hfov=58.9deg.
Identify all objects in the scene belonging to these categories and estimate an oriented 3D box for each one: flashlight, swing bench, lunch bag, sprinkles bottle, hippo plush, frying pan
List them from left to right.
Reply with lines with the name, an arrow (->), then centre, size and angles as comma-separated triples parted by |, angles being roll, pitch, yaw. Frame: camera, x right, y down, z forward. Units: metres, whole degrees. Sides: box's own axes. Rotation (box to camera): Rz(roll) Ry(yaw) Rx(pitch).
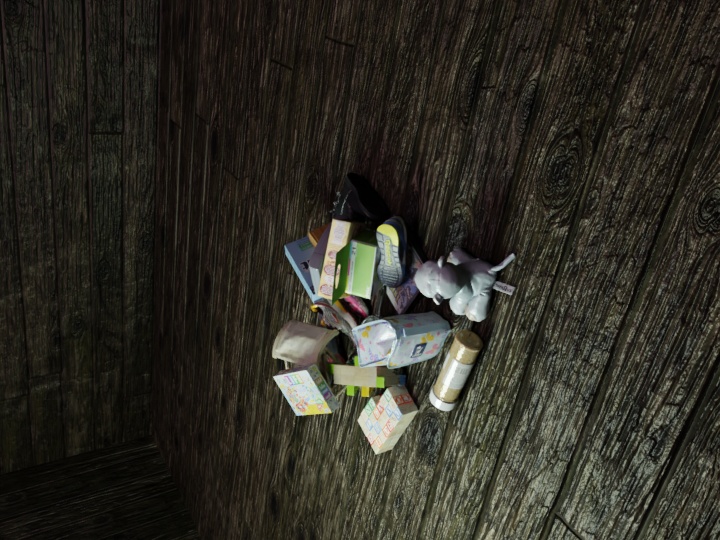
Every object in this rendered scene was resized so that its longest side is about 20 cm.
swing bench -> -0.137, 0.262, 1.820 | 0.198, 0.130, 0.202 | 8, 129, 46
flashlight -> -0.087, 0.228, 1.965 | 0.067, 0.068, 0.202 | -21, 74, 30
frying pan -> 0.033, 0.143, 1.724 | 0.114, 0.031, 0.192 | -14, 65, 50
lunch bag -> 0.101, 0.170, 1.568 | 0.199, 0.168, 0.129 | -27, 73, 54
sprinkles bottle -> 0.223, 0.235, 1.492 | 0.068, 0.068, 0.202 | 48, 133, 40
hippo plush -> 0.209, 0.040, 1.387 | 0.199, 0.159, 0.162 | 12, 106, 55

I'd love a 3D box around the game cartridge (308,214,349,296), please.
game cartridge -> -0.078, -0.047, 1.694 | 0.041, 0.201, 0.134 | 12, 141, 22

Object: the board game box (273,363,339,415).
board game box -> -0.152, 0.331, 1.759 | 0.199, 0.034, 0.135 | -22, 100, 54

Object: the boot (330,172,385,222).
boot -> -0.011, -0.153, 1.759 | 0.199, 0.073, 0.164 | 57, 139, 37

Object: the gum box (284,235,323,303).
gum box -> -0.102, -0.022, 1.832 | 0.201, 0.168, 0.045 | 57, 161, 32

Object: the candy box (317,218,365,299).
candy box -> -0.048, -0.030, 1.653 | 0.055, 0.115, 0.203 | 15, 98, 19

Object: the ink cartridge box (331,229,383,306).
ink cartridge box -> 0.000, 0.000, 1.607 | 0.075, 0.200, 0.150 | 14, 114, 16

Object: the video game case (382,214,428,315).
video game case -> 0.103, -0.010, 1.658 | 0.201, 0.025, 0.181 | 62, 141, 28

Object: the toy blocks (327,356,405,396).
toy blocks -> 0.028, 0.279, 1.710 | 0.198, 0.136, 0.101 | -4, 83, 41

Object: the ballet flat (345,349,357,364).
ballet flat -> 0.026, 0.234, 1.803 | 0.199, 0.075, 0.065 | -32, 39, 50

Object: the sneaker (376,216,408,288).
sneaker -> 0.086, -0.045, 1.598 | 0.073, 0.082, 0.202 | 14, 130, 18

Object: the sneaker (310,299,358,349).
sneaker -> -0.065, 0.150, 1.812 | 0.200, 0.082, 0.078 | 48, 162, 23

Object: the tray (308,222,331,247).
tray -> -0.057, -0.052, 1.806 | 0.201, 0.098, 0.037 | 53, 157, 30

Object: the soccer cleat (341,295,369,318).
soccer cleat -> -0.035, 0.051, 1.844 | 0.200, 0.086, 0.070 | 41, 160, 18

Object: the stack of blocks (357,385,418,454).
stack of blocks -> 0.073, 0.399, 1.757 | 0.116, 0.058, 0.201 | 58, 139, 32
